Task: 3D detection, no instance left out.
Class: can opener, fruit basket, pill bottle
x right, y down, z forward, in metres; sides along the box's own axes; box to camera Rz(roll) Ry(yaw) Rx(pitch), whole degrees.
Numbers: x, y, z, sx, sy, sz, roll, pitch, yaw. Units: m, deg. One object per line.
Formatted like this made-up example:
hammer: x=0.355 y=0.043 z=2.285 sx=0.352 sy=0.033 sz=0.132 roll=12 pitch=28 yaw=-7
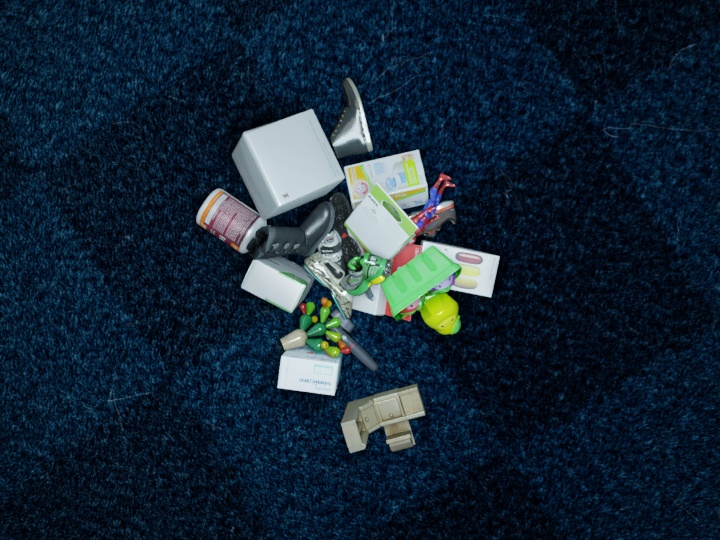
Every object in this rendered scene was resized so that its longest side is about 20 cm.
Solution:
can opener: x=-0.024 y=0.197 z=1.668 sx=0.079 sy=0.063 sz=0.200 roll=-41 pitch=91 yaw=3
fruit basket: x=0.172 y=0.071 z=1.513 sx=0.215 sy=0.156 sz=0.217 roll=-1 pitch=80 yaw=8
pill bottle: x=-0.321 y=-0.117 z=1.634 sx=0.200 sy=0.114 sz=0.114 roll=34 pitch=94 yaw=0

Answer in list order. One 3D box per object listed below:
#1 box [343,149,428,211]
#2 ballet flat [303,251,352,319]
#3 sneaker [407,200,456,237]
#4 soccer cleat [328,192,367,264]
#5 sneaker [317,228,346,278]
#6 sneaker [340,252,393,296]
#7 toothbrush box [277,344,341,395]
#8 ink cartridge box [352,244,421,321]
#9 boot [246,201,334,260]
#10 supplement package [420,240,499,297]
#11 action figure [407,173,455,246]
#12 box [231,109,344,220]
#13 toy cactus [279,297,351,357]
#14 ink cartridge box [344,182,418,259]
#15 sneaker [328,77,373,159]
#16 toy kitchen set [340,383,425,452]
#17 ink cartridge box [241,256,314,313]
box: x=0.067 y=-0.221 z=1.604 sx=0.199 sy=0.101 sz=0.113 roll=-12 pitch=68 yaw=3
ballet flat: x=-0.066 y=0.035 z=1.630 sx=0.075 sy=0.068 sz=0.200 roll=-36 pitch=99 yaw=6
sneaker: x=0.165 y=-0.118 z=1.640 sx=0.199 sy=0.077 sz=0.082 roll=-21 pitch=99 yaw=4
soccer cleat: x=-0.030 y=-0.105 z=1.609 sx=0.068 sy=0.073 sz=0.201 roll=-22 pitch=82 yaw=22
sneaker: x=-0.086 y=-0.070 z=1.644 sx=0.074 sy=0.089 sz=0.201 roll=-15 pitch=94 yaw=1
sneaker: x=0.000 y=0.000 z=1.527 sx=0.085 sy=0.200 sz=0.078 roll=31 pitch=59 yaw=-15
toothbrush box: x=-0.126 y=0.253 z=1.606 sx=0.146 sy=0.200 sz=0.086 roll=8 pitch=94 yaw=2
ink cartridge box: x=0.064 y=0.019 z=1.616 sx=0.176 sy=0.045 sz=0.201 roll=12 pitch=95 yaw=42
boot: x=-0.170 y=-0.101 z=1.530 sx=0.066 sy=0.200 sz=0.165 roll=43 pitch=117 yaw=31
supplement package: x=0.249 y=-0.007 z=1.623 sx=0.199 sy=0.110 sz=0.114 roll=10 pitch=95 yaw=1
action figure: x=0.173 y=-0.148 z=1.571 sx=0.052 sy=0.065 sz=0.200 roll=33 pitch=86 yaw=27
box: x=-0.186 y=-0.265 z=1.563 sx=0.200 sy=0.171 sz=0.200 roll=-26 pitch=92 yaw=-22
toy cactus: x=-0.123 y=0.157 z=1.578 sx=0.165 sy=0.102 sz=0.200 roll=-22 pitch=57 yaw=-15
ink cartridge box: x=0.065 y=-0.121 z=1.485 sx=0.148 sy=0.200 sz=0.076 roll=49 pitch=55 yaw=4
sneaker: x=-0.042 y=-0.400 z=1.627 sx=0.106 sy=0.075 sz=0.201 roll=-16 pitch=94 yaw=0
toy kitchen set: x=0.075 y=0.421 z=1.618 sx=0.199 sy=0.180 sz=0.164 roll=-17 pitch=94 yaw=7
ink cartridge box: x=-0.206 y=0.027 z=1.597 sx=0.146 sy=0.200 sz=0.085 roll=27 pitch=97 yaw=1
